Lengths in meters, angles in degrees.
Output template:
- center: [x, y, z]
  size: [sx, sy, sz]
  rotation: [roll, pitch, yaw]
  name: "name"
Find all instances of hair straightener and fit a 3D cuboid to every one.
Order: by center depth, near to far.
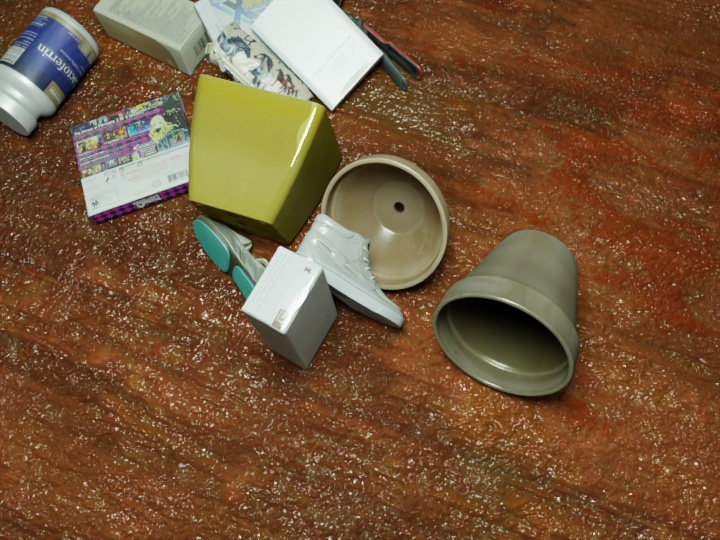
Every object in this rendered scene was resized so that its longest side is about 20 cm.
- center: [0.017, -0.389, 1.173]
  size: [0.077, 0.041, 0.200]
  rotation: [-40, 77, -12]
  name: "hair straightener"

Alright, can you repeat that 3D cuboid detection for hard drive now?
- center: [-0.075, -0.394, 1.142]
  size: [0.200, 0.027, 0.132]
  rotation: [45, 93, -2]
  name: "hard drive"

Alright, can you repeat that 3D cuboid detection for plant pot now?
- center: [0.224, 0.044, 0.926]
  size: [0.197, 0.202, 0.175]
  rotation: [26, 56, 13]
  name: "plant pot"
- center: [0.046, -0.081, 1.003]
  size: [0.198, 0.204, 0.093]
  rotation: [23, 29, 12]
  name: "plant pot"
- center: [-0.156, -0.154, 1.021]
  size: [0.196, 0.200, 0.180]
  rotation: [15, 81, 9]
  name: "plant pot"

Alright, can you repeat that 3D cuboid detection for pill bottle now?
- center: [-0.558, -0.343, 1.152]
  size: [0.114, 0.116, 0.202]
  rotation: [25, 72, 13]
  name: "pill bottle"

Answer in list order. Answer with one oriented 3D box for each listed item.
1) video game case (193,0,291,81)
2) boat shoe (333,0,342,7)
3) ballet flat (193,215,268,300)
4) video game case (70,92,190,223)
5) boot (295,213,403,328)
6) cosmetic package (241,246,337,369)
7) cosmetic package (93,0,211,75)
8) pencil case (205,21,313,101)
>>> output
- center: [-0.164, -0.428, 1.170]
  size: [0.198, 0.022, 0.185]
  rotation: [-30, 97, -9]
  name: "video game case"
- center: [-0.041, -0.558, 1.225]
  size: [0.061, 0.074, 0.204]
  rotation: [-7, 60, 32]
  name: "boat shoe"
- center: [-0.185, -0.014, 1.037]
  size: [0.063, 0.068, 0.200]
  rotation: [-27, 67, -37]
  name: "ballet flat"
- center: [-0.378, -0.194, 1.124]
  size: [0.197, 0.036, 0.184]
  rotation: [-20, 69, -5]
  name: "video game case"
- center: [0.000, 0.000, 0.962]
  size: [0.199, 0.073, 0.097]
  rotation: [34, 74, -26]
  name: "boot"
- center: [-0.092, 0.058, 0.918]
  size: [0.073, 0.201, 0.103]
  rotation: [25, 71, 15]
  name: "cosmetic package"
- center: [-0.369, -0.449, 1.205]
  size: [0.198, 0.071, 0.106]
  rotation: [29, 72, 14]
  name: "cosmetic package"
- center: [-0.165, -0.319, 1.110]
  size: [0.199, 0.078, 0.090]
  rotation: [42, 55, -2]
  name: "pencil case"
